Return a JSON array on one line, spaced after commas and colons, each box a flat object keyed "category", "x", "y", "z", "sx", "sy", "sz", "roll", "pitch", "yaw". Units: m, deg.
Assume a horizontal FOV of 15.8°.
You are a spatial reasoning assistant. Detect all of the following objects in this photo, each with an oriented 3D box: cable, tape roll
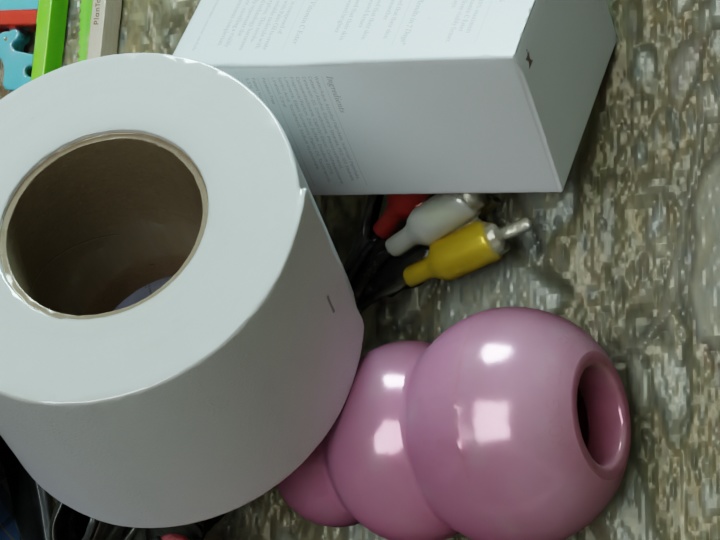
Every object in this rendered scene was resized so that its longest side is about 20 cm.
[{"category": "cable", "x": 0.000, "y": 0.000, "z": 1.423, "sx": 0.200, "sy": 0.050, "sz": 0.097, "roll": -39, "pitch": 65, "yaw": 12}, {"category": "tape roll", "x": -0.111, "y": 0.011, "z": 1.311, "sx": 0.202, "sy": 0.139, "sz": 0.203, "roll": -6, "pitch": 58, "yaw": 10}]

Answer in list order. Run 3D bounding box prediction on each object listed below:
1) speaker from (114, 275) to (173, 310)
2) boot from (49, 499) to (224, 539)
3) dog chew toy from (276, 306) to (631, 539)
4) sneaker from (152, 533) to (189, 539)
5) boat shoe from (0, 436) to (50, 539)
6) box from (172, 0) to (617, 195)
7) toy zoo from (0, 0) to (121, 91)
[{"category": "speaker", "x": -0.144, "y": -0.001, "z": 1.474, "sx": 0.199, "sy": 0.081, "sz": 0.082, "roll": -3, "pitch": 80, "yaw": 25}, {"category": "boot", "x": -0.135, "y": 0.153, "z": 1.416, "sx": 0.068, "sy": 0.131, "sz": 0.201, "roll": 20, "pitch": 90, "yaw": 27}, {"category": "dog chew toy", "x": 0.039, "y": 0.089, "z": 1.358, "sx": 0.199, "sy": 0.124, "sz": 0.125, "roll": -11, "pitch": 77, "yaw": 32}, {"category": "sneaker", "x": -0.023, "y": 0.194, "z": 1.384, "sx": 0.200, "sy": 0.074, "sz": 0.087, "roll": 39, "pitch": 85, "yaw": 4}, {"category": "boat shoe", "x": -0.193, "y": 0.174, "z": 1.474, "sx": 0.066, "sy": 0.070, "sz": 0.201, "roll": -28, "pitch": 63, "yaw": 33}, {"category": "box", "x": 0.019, "y": -0.116, "z": 1.381, "sx": 0.199, "sy": 0.098, "sz": 0.125, "roll": 1, "pitch": 46, "yaw": 26}, {"category": "toy zoo", "x": -0.235, "y": -0.156, "z": 1.576, "sx": 0.199, "sy": 0.020, "sz": 0.132, "roll": 1, "pitch": 82, "yaw": 25}]
